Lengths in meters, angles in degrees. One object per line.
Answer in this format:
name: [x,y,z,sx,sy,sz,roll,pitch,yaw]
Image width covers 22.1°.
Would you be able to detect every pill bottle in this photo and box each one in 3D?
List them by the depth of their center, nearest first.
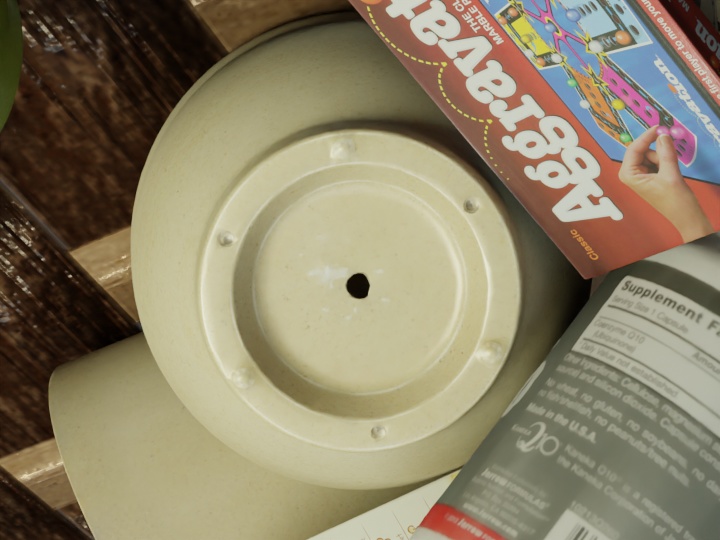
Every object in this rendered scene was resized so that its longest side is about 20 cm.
pill bottle: [0.118,0.061,0.688,0.200,0.114,0.114,-51,138,-12]

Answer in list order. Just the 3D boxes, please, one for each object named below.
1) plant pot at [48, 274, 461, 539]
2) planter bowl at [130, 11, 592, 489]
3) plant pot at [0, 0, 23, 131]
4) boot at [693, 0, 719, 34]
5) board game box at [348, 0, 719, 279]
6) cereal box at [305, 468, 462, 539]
plant pot: [-0.015,0.079,0.888,0.199,0.188,0.187,-30,138,5]
planter bowl: [0.000,0.000,0.730,0.199,0.135,0.201,0,99,1]
plant pot: [-0.192,-0.095,0.554,0.199,0.201,0.193,-12,162,4]
boot: [0.146,-0.141,0.699,0.073,0.201,0.150,7,-169,41]
board game box: [0.057,-0.085,0.625,0.103,0.019,0.200,-22,118,45]
cereal box: [0.010,0.138,0.782,0.199,0.040,0.144,-21,156,-21]
